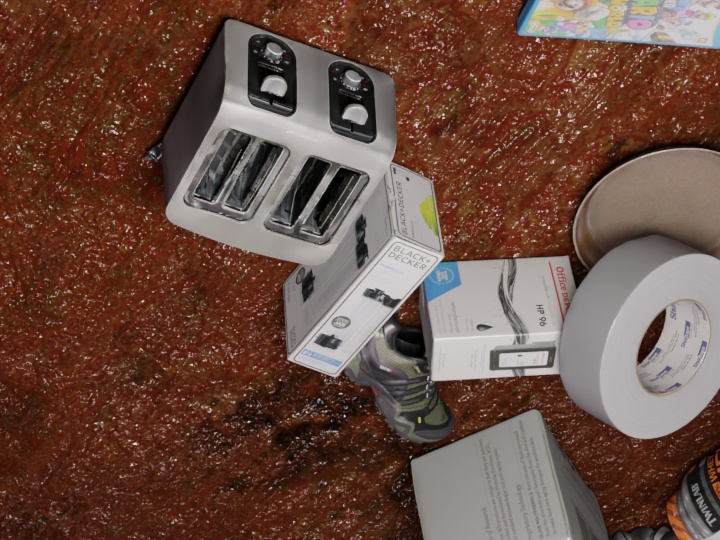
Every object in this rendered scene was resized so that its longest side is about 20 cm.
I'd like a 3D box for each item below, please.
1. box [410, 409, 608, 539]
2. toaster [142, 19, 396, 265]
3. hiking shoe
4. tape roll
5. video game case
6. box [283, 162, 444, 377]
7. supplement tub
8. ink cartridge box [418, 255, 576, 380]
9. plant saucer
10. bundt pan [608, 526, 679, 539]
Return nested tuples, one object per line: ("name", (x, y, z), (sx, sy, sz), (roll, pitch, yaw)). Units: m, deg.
("box", (0.183, 0.313, 2.069), (0.171, 0.200, 0.199), (-24, 132, 13))
("toaster", (-0.085, -0.113, 1.684), (0.181, 0.119, 0.200), (18, 130, -21))
("hiking shoe", (0.060, 0.115, 1.950), (0.101, 0.076, 0.200), (-26, 130, 23))
("tape roll", (0.296, 0.068, 1.822), (0.200, 0.066, 0.200), (-15, 117, -32))
("video game case", (0.255, -0.243, 1.620), (0.200, 0.018, 0.143), (3, 161, -8))
("box", (0.000, 0.000, 1.804), (0.060, 0.117, 0.200), (22, 127, -25))
("supplement tub", (0.462, 0.252, 2.093), (0.122, 0.123, 0.200), (28, 125, -29))
("ink cartridge box", (0.167, 0.048, 1.868), (0.200, 0.116, 0.068), (-3, 134, -5))
("plant saucer", (0.315, -0.058, 1.841), (0.200, 0.032, 0.200), (-4, 134, -4))
("bundt pan", (0.340, 0.372, 2.162), (0.202, 0.202, 0.076), (-12, 107, 6))
